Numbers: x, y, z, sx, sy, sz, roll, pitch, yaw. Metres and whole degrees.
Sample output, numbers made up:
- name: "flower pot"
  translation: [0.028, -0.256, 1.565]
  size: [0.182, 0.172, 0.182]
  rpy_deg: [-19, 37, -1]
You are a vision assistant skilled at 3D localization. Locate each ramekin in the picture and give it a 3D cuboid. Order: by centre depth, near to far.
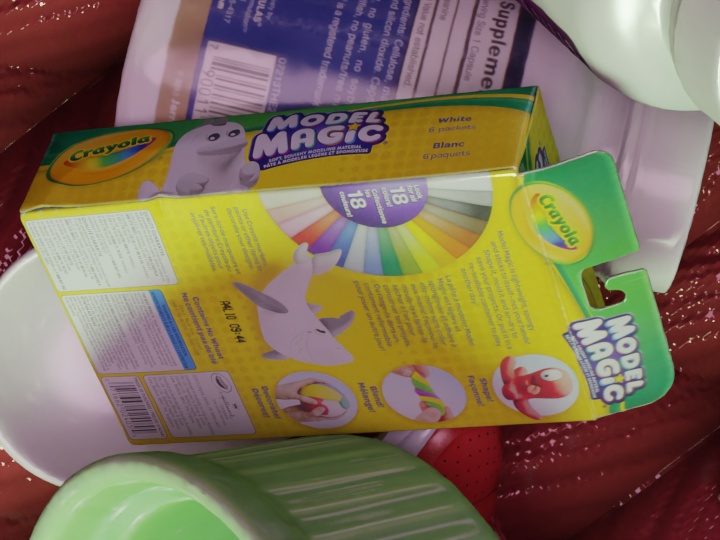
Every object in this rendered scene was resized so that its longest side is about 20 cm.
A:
- name: "ramekin"
  translation: [-0.023, 0.150, 0.872]
  size: [0.098, 0.200, 0.200]
  rpy_deg: [-12, 100, -38]

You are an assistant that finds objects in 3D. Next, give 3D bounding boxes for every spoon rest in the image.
- name: "spoon rest"
  translation: [-0.046, 0.035, 0.970]
  size: [0.200, 0.061, 0.100]
  rpy_deg: [0, 97, 3]

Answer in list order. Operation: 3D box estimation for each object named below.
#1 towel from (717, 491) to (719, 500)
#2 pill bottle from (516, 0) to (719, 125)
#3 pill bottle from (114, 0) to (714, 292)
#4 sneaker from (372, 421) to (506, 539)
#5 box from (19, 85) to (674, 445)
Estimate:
- name: "towel"
  translation: [0.204, 0.083, 0.897]
  size: [0.143, 0.200, 0.023]
  rpy_deg: [9, 78, 2]
- name: "pill bottle"
  translation: [0.095, -0.121, 0.843]
  size: [0.112, 0.200, 0.112]
  rpy_deg: [-17, 130, -21]
- name: "pill bottle"
  translation: [0.020, -0.055, 0.927]
  size: [0.200, 0.111, 0.111]
  rpy_deg: [13, 99, 2]
- name: "sneaker"
  translation: [0.034, 0.144, 0.938]
  size: [0.112, 0.071, 0.200]
  rpy_deg: [38, 125, 36]
- name: "box"
  translation: [0.000, 0.000, 0.873]
  size: [0.200, 0.048, 0.117]
  rpy_deg: [-2, 133, 20]
